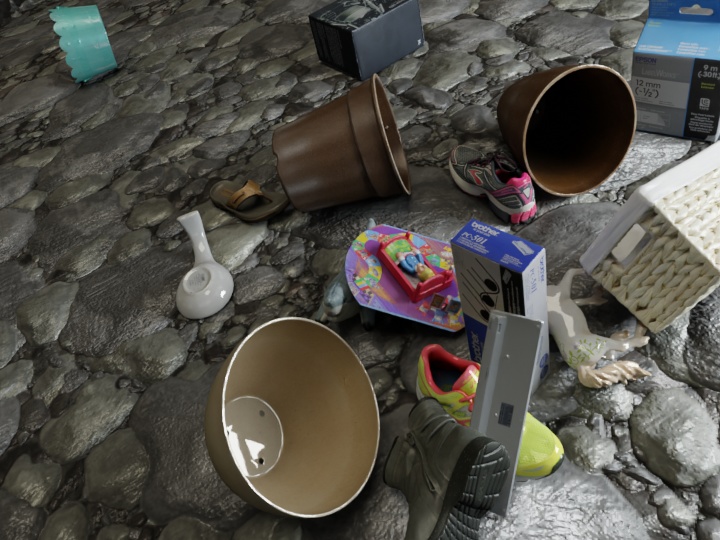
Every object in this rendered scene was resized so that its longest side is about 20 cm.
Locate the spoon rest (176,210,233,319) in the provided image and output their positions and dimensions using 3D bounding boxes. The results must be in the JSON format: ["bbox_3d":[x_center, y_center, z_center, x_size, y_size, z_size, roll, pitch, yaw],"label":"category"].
[{"bbox_3d":[-0.264,-0.005,0.998,0.097,0.061,0.203,-19,55,0],"label":"spoon rest"}]

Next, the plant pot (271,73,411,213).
[{"bbox_3d":[-0.033,-0.197,1.020,0.194,0.202,0.203,-17,41,13],"label":"plant pot"}]

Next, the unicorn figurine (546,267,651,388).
[{"bbox_3d":[0.248,0.057,0.730,0.134,0.075,0.201,-20,39,-8],"label":"unicorn figurine"}]

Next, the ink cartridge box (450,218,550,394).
[{"bbox_3d":[0.161,0.045,0.677,0.044,0.203,0.093,-40,47,-23],"label":"ink cartridge box"}]

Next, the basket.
[{"bbox_3d":[0.379,-0.039,0.696,0.197,0.137,0.124,-26,64,-30],"label":"basket"}]

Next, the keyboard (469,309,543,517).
[{"bbox_3d":[0.142,0.146,0.620,0.055,0.206,0.011,11,4,21],"label":"keyboard"}]

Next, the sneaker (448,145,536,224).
[{"bbox_3d":[0.213,-0.158,0.967,0.079,0.076,0.200,-29,42,-13],"label":"sneaker"}]

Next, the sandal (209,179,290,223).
[{"bbox_3d":[-0.213,-0.141,1.113,0.197,0.055,0.082,24,56,37],"label":"sandal"}]

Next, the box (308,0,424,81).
[{"bbox_3d":[0.014,-0.573,1.437,0.198,0.126,0.196,-35,46,-18],"label":"box"}]

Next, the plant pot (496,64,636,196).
[{"bbox_3d":[0.301,-0.242,0.965,0.183,0.190,0.201,-20,28,-3],"label":"plant pot"}]

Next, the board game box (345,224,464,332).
[{"bbox_3d":[0.078,-0.007,0.821,0.195,0.039,0.160,16,48,-2],"label":"board game box"}]

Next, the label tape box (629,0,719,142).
[{"bbox_3d":[0.499,-0.312,0.933,0.141,0.203,0.066,23,56,36],"label":"label tape box"}]

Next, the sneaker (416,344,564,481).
[{"bbox_3d":[0.131,0.150,0.661,0.198,0.092,0.078,29,57,37],"label":"sneaker"}]

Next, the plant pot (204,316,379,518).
[{"bbox_3d":[-0.094,0.170,0.669,0.133,0.200,0.203,-30,27,44],"label":"plant pot"}]

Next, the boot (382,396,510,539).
[{"bbox_3d":[0.062,0.239,0.610,0.130,0.067,0.203,14,72,60],"label":"boot"}]

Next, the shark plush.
[{"bbox_3d":[0.000,0.000,0.869,0.089,0.084,0.201,12,50,30],"label":"shark plush"}]

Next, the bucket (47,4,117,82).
[{"bbox_3d":[-0.815,-0.675,1.778,0.132,0.211,0.208,-20,41,-17],"label":"bucket"}]
